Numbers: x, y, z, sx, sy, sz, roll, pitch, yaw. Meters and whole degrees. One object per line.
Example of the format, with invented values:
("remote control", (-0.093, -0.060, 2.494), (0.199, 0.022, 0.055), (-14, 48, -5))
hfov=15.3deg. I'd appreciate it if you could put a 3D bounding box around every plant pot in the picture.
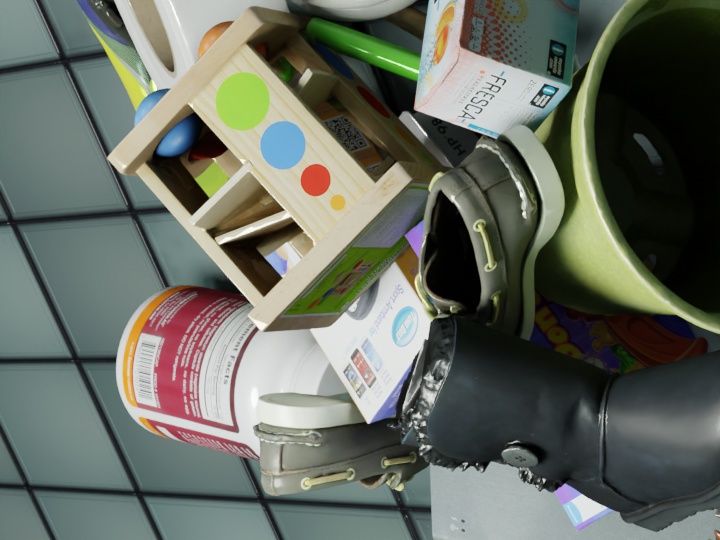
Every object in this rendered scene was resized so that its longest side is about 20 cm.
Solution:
("plant pot", (0.168, -0.051, 1.464), (0.201, 0.200, 0.184), (58, 156, -5))

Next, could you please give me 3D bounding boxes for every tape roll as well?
("tape roll", (-0.109, -0.184, 1.690), (0.203, 0.071, 0.203), (61, 169, 21))

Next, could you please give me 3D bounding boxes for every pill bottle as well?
("pill bottle", (-0.070, 0.077, 1.888), (0.199, 0.113, 0.113), (11, 126, 45))

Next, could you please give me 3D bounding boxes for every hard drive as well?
("hard drive", (0.142, 0.132, 1.700), (0.199, 0.033, 0.140), (11, 128, 18))

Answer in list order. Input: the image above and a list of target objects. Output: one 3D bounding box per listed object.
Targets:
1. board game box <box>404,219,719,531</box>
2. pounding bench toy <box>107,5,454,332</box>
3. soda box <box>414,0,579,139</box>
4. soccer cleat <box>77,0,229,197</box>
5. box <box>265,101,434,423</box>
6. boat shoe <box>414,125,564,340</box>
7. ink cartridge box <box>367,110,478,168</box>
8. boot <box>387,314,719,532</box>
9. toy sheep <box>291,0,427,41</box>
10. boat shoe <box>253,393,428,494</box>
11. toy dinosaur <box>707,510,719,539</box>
("board game box", (0.134, 0.033, 1.576), (0.201, 0.134, 0.045), (59, 145, 6))
("pounding bench toy", (-0.020, -0.090, 1.556), (0.200, 0.124, 0.156), (-45, 78, 13))
("soda box", (0.080, -0.170, 1.443), (0.068, 0.201, 0.064), (18, 146, -14))
("soccer cleat", (-0.141, -0.145, 1.851), (0.201, 0.064, 0.084), (65, 173, -20))
("box", (0.000, 0.000, 1.672), (0.201, 0.041, 0.119), (59, 145, 21))
("boat shoe", (0.060, -0.004, 1.451), (0.072, 0.060, 0.202), (57, 158, 24))
("ink cartridge box", (0.044, -0.026, 1.710), (0.116, 0.067, 0.200), (51, 145, 7))
("boot", (0.115, 0.070, 1.398), (0.167, 0.077, 0.200), (19, 156, -12))
("toy sheep", (-0.001, -0.205, 1.569), (0.138, 0.138, 0.200), (36, 163, 24))
("boat shoe", (0.005, 0.112, 1.753), (0.072, 0.201, 0.061), (7, 93, 39))
("toy dinosaur", (0.284, 0.236, 1.632), (0.086, 0.136, 0.200), (6, 153, 49))
